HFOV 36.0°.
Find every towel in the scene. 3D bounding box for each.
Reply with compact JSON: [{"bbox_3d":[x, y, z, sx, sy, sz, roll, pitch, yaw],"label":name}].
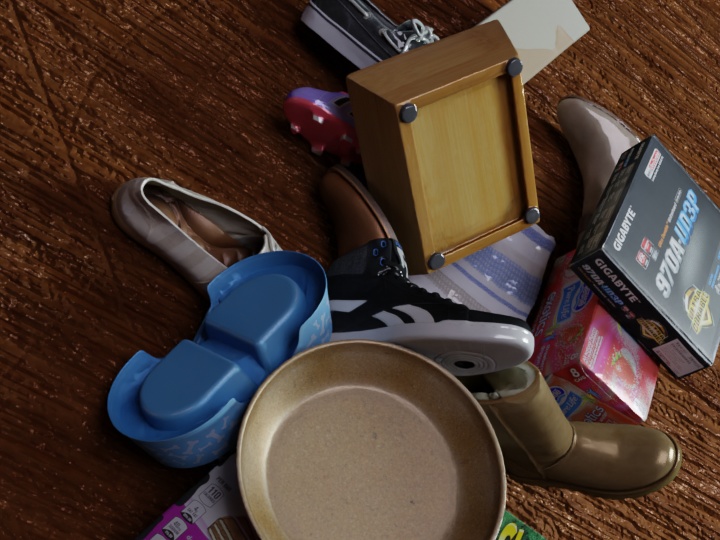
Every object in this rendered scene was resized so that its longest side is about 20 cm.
[{"bbox_3d":[0.116,0.005,1.090,0.147,0.024,0.200,37,55,-17],"label":"towel"}]

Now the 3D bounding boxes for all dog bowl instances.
[{"bbox_3d":[-0.099,0.068,0.848,0.200,0.111,0.050,-47,135,-25],"label":"dog bowl"}]

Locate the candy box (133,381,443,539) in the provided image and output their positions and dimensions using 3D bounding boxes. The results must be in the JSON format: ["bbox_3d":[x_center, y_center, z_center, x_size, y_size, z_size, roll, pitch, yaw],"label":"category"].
[{"bbox_3d":[-0.054,0.191,0.815,0.136,0.061,0.200,42,58,11],"label":"candy box"}]

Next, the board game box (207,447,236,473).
[{"bbox_3d":[-0.032,0.184,0.912,0.199,0.023,0.105,9,69,-33],"label":"board game box"}]

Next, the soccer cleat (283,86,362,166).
[{"bbox_3d":[0.014,-0.133,1.043,0.200,0.067,0.077,24,70,-31],"label":"soccer cleat"}]

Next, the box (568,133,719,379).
[{"bbox_3d":[0.297,-0.016,1.083,0.159,0.046,0.200,45,46,-11],"label":"box"}]

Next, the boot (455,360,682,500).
[{"bbox_3d":[0.167,0.131,0.937,0.200,0.174,0.066,51,38,-51],"label":"boot"}]

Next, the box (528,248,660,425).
[{"bbox_3d":[0.234,0.062,1.091,0.095,0.100,0.200,42,48,-15],"label":"box"}]

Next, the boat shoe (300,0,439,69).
[{"bbox_3d":[0.040,-0.211,1.063,0.199,0.068,0.074,38,18,5],"label":"boat shoe"}]

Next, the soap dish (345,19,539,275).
[{"bbox_3d":[0.081,-0.103,0.997,0.157,0.081,0.201,-24,121,-19],"label":"soap dish"}]

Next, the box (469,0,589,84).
[{"bbox_3d":[0.145,-0.227,1.161,0.200,0.095,0.078,-41,97,-37],"label":"box"}]

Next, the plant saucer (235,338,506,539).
[{"bbox_3d":[0.006,0.146,0.801,0.199,0.035,0.201,8,58,-13],"label":"plant saucer"}]

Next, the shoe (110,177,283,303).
[{"bbox_3d":[-0.113,-0.014,0.915,0.200,0.053,0.070,33,56,-21],"label":"shoe"}]

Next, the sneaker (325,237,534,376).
[{"bbox_3d":[0.044,0.022,0.891,0.073,0.199,0.112,51,42,-51],"label":"sneaker"}]

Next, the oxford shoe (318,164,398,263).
[{"bbox_3d":[0.000,0.000,0.985,0.071,0.071,0.201,-20,78,-15],"label":"oxford shoe"}]

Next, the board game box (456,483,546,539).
[{"bbox_3d":[0.108,0.252,0.900,0.200,0.023,0.105,41,70,-49],"label":"board game box"}]

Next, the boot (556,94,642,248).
[{"bbox_3d":[0.266,-0.077,1.202,0.200,0.070,0.146,41,56,-15],"label":"boot"}]
